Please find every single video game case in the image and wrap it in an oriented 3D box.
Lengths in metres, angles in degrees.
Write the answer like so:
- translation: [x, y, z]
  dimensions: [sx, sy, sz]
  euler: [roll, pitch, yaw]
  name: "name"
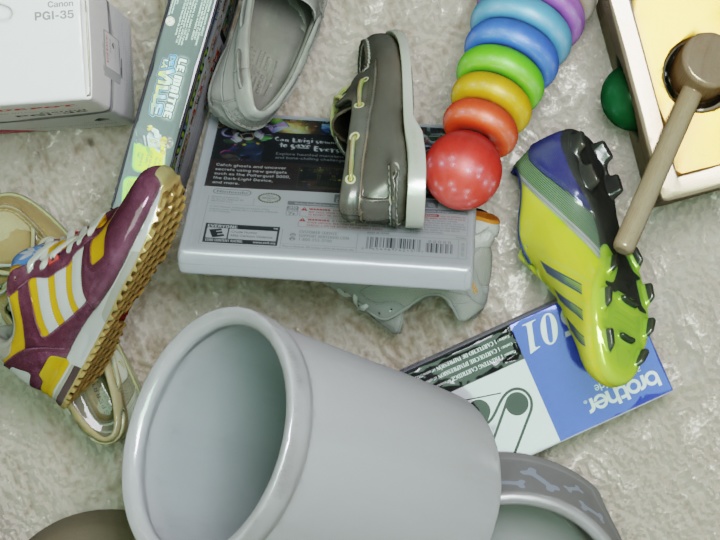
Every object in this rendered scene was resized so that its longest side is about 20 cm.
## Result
- translation: [-0.018, -0.051, 1.489]
  dimensions: [0.198, 0.182, 0.024]
  euler: [3, 126, 2]
  name: "video game case"

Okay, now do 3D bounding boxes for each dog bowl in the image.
- translation: [0.103, 0.233, 1.509]
  dimensions: [0.198, 0.059, 0.202]
  euler: [-1, 102, -3]
  name: "dog bowl"

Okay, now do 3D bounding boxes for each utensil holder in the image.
- translation: [-0.028, 0.133, 1.406]
  dimensions: [0.199, 0.170, 0.171]
  euler: [22, 90, -39]
  name: "utensil holder"

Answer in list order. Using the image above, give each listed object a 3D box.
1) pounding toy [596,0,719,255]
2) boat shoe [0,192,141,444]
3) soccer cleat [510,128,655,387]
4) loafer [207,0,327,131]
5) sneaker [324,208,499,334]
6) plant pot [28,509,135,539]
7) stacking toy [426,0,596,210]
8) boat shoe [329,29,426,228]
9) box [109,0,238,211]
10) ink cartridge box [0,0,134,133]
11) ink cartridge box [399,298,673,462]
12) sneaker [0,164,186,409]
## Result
- translation: [0.245, -0.122, 1.487]
  dimensions: [0.198, 0.142, 0.186]
  euler: [-15, 88, 2]
  name: "pounding toy"
- translation: [-0.221, 0.034, 1.542]
  dimensions: [0.073, 0.063, 0.202]
  euler: [-26, 89, 2]
  name: "boat shoe"
- translation: [0.152, -0.003, 1.502]
  dimensions: [0.083, 0.064, 0.202]
  euler: [-28, 58, 33]
  name: "soccer cleat"
- translation: [-0.051, -0.195, 1.522]
  dimensions: [0.070, 0.070, 0.202]
  euler: [20, 81, -25]
  name: "loafer"
- translation: [0.000, 0.000, 1.532]
  dimensions: [0.198, 0.076, 0.093]
  euler: [2, 96, 5]
  name: "sneaker"
- translation: [-0.189, 0.269, 1.471]
  dimensions: [0.186, 0.200, 0.189]
  euler: [0, 89, 3]
  name: "plant pot"
- translation: [0.099, -0.128, 1.483]
  dimensions: [0.085, 0.086, 0.201]
  euler: [21, 63, 2]
  name: "stacking toy"
- translation: [0.009, -0.103, 1.480]
  dimensions: [0.060, 0.202, 0.073]
  euler: [-2, 129, -3]
  name: "boat shoe"
- translation: [-0.127, -0.132, 1.517]
  dimensions: [0.034, 0.110, 0.202]
  euler: [16, 90, 2]
  name: "box"
- translation: [-0.242, -0.144, 1.476]
  dimensions: [0.145, 0.200, 0.084]
  euler: [-3, 89, 2]
  name: "ink cartridge box"
- translation: [0.115, 0.084, 1.539]
  dimensions: [0.199, 0.044, 0.095]
  euler: [-24, 90, 1]
  name: "ink cartridge box"
- translation: [-0.193, -0.001, 1.451]
  dimensions: [0.090, 0.075, 0.201]
  euler: [33, 116, 5]
  name: "sneaker"
